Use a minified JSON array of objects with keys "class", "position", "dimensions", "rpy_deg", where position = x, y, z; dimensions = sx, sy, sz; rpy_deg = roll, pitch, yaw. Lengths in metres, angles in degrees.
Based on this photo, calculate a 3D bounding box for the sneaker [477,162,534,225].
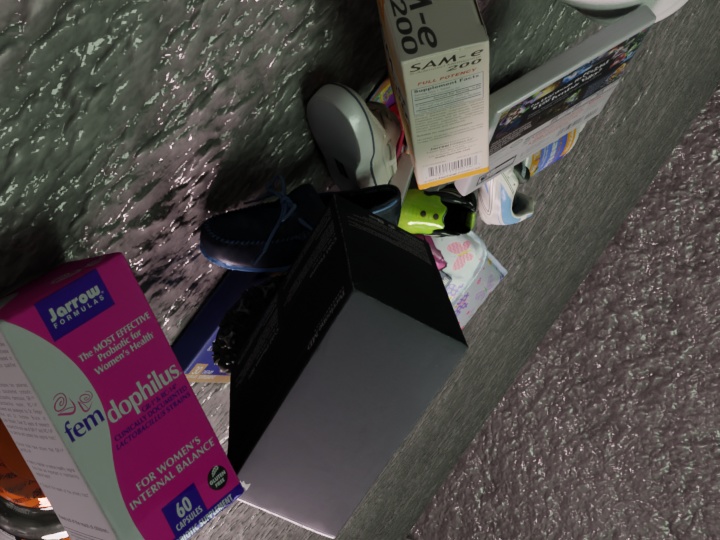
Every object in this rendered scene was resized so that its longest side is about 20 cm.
[{"class":"sneaker","position":[0.152,-0.130,1.063],"dimensions":[0.201,0.072,0.073],"rpy_deg":[60,26,-46]}]

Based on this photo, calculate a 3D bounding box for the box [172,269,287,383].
[{"class":"box","position":[-0.114,0.032,0.971],"dimensions":[0.201,0.032,0.121],"rpy_deg":[-54,161,6]}]

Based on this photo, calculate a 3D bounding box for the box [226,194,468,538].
[{"class":"box","position":[-0.021,0.073,0.761],"dimensions":[0.201,0.103,0.183],"rpy_deg":[-57,-162,20]}]

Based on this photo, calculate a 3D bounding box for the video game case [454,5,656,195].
[{"class":"video game case","position":[0.193,-0.169,0.950],"dimensions":[0.199,0.023,0.182],"rpy_deg":[-31,165,-14]}]

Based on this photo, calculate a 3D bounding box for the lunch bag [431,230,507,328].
[{"class":"lunch bag","position":[0.095,0.012,1.276],"dimensions":[0.170,0.127,0.200],"rpy_deg":[-51,146,0]}]

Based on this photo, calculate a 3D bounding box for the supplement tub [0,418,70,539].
[{"class":"supplement tub","position":[-0.257,0.188,0.791],"dimensions":[0.122,0.122,0.201],"rpy_deg":[-38,158,-32]}]

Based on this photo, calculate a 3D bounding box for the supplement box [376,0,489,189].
[{"class":"supplement box","position":[0.062,-0.177,0.802],"dimensions":[0.073,0.127,0.200],"rpy_deg":[-14,154,2]}]

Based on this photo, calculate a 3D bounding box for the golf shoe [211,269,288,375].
[{"class":"golf shoe","position":[-0.064,0.037,0.925],"dimensions":[0.200,0.077,0.095],"rpy_deg":[-47,160,-18]}]

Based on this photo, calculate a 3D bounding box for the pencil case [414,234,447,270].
[{"class":"pencil case","position":[0.019,0.030,1.146],"dimensions":[0.200,0.091,0.094],"rpy_deg":[-46,-166,0]}]

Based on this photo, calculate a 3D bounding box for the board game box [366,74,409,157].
[{"class":"board game box","position":[0.058,-0.152,1.004],"dimensions":[0.159,0.039,0.200],"rpy_deg":[-54,161,10]}]

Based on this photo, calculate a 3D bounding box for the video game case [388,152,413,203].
[{"class":"video game case","position":[0.000,0.000,1.001],"dimensions":[0.182,0.022,0.202],"rpy_deg":[121,-11,-57]}]

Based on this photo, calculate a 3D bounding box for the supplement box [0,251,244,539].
[{"class":"supplement box","position":[-0.184,0.101,0.658],"dimensions":[0.101,0.202,0.103],"rpy_deg":[-36,-162,-36]}]

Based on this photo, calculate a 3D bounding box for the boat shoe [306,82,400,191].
[{"class":"boat shoe","position":[0.004,-0.127,0.874],"dimensions":[0.070,0.071,0.200],"rpy_deg":[-48,159,-11]}]

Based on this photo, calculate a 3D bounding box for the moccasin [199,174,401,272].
[{"class":"moccasin","position":[-0.052,-0.052,0.845],"dimensions":[0.198,0.081,0.069],"rpy_deg":[-13,138,-33]}]

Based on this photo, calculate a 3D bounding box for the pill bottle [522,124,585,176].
[{"class":"pill bottle","position":[0.216,-0.184,1.202],"dimensions":[0.199,0.112,0.113],"rpy_deg":[-31,153,-44]}]

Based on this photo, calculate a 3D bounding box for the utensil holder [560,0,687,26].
[{"class":"utensil holder","position":[0.239,-0.333,0.894],"dimensions":[0.199,0.170,0.171],"rpy_deg":[-11,137,-58]}]

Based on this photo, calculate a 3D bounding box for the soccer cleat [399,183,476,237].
[{"class":"soccer cleat","position":[0.107,-0.066,1.107],"dimensions":[0.199,0.080,0.068],"rpy_deg":[-10,113,-61]}]
